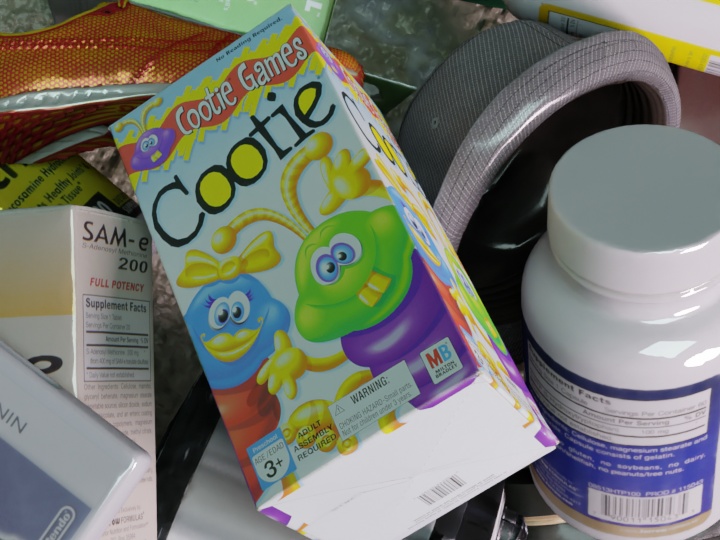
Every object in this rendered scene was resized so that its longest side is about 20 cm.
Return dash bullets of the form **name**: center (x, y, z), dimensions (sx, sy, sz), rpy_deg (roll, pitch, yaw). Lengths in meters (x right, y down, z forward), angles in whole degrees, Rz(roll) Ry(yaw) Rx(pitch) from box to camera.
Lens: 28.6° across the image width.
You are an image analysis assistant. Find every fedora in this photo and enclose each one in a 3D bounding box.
- **fedora**: center (0.078, -0.051, 0.744), dimensions (0.176, 0.201, 0.090), rpy_deg (-19, 48, -32)

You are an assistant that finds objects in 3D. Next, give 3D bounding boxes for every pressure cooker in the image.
- **pressure cooker**: center (-0.011, 0.148, 0.703), dimensions (0.199, 0.179, 0.176), rpy_deg (21, 53, 2)

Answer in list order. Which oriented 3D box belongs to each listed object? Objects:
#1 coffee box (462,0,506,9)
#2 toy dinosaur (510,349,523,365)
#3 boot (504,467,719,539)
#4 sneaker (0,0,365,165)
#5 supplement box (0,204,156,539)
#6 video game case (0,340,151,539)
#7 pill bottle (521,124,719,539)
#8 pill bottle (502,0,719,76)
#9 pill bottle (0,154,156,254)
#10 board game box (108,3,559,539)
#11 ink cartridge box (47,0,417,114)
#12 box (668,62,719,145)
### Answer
- **coffee box**: center (0.038, -0.224, 0.811), dimensions (0.199, 0.044, 0.124), rpy_deg (11, 85, -8)
- **toy dinosaur**: center (0.000, 0.000, 0.791), dimensions (0.200, 0.047, 0.088), rpy_deg (46, 64, -5)
- **boot**: center (0.187, 0.173, 0.806), dimensions (0.199, 0.077, 0.139), rpy_deg (-7, 92, 3)
- **sneaker**: center (-0.095, -0.100, 0.684), dimensions (0.199, 0.073, 0.078), rpy_deg (-2, 66, -14)
- **supplement box**: center (-0.159, 0.077, 0.613), dimensions (0.125, 0.073, 0.201), rpy_deg (-4, 85, 19)
- **video game case**: center (-0.210, 0.103, 0.558), dimensions (0.182, 0.023, 0.201), rpy_deg (35, 88, 11)
- **pill bottle**: center (0.140, 0.033, 0.703), dimensions (0.119, 0.201, 0.120), rpy_deg (-4, 43, 4)
- **pill bottle**: center (0.142, -0.169, 0.737), dimensions (0.199, 0.104, 0.105), rpy_deg (17, 84, 9)
- **pill bottle**: center (-0.210, -0.041, 0.725), dimensions (0.200, 0.112, 0.113), rpy_deg (39, 82, -5)
- **board game box**: center (-0.015, 0.005, 0.611), dimensions (0.105, 0.103, 0.201), rpy_deg (-32, 58, 10)
- **ink cartridge box**: center (-0.066, -0.144, 0.759), dimensions (0.199, 0.104, 0.060), rpy_deg (15, 85, -8)
- **box**: center (0.216, -0.102, 0.820), dimensions (0.099, 0.075, 0.201), rpy_deg (6, 88, -9)
